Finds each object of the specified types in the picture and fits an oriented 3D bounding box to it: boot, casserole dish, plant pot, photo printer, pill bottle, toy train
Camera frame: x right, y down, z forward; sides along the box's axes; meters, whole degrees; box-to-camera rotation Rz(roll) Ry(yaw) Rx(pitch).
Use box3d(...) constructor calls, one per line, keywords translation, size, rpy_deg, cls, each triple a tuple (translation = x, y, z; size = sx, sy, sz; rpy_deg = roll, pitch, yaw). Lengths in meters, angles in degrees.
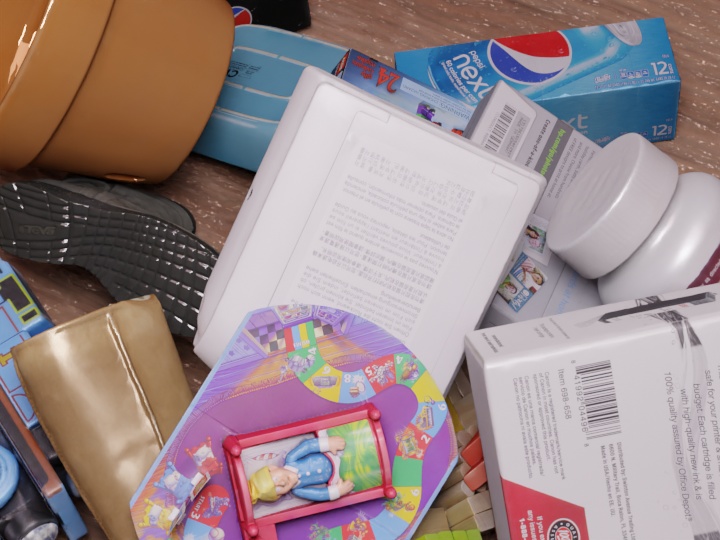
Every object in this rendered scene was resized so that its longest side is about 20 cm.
box3d(translation=(-0.098, 0.107, 1.215), size=(0.174, 0.066, 0.201), rpy_deg=(-21, 85, -28), cls="boot")
box3d(translation=(-0.065, -0.128, 1.417), size=(0.199, 0.039, 0.121), rpy_deg=(20, 53, 43), cls="casserole dish")
box3d(translation=(-0.176, -0.147, 1.346), size=(0.139, 0.200, 0.201), rpy_deg=(22, 52, -23), cls="plant pot")
box3d(translation=(0.000, 0.000, 1.204), size=(0.165, 0.069, 0.201), rpy_deg=(23, 98, -10), cls="photo printer")
box3d(translation=(-0.142, -0.024, 1.346), size=(0.199, 0.068, 0.130), rpy_deg=(24, 19, 17), cls="boot")
box3d(translation=(0.221, 0.008, 1.248), size=(0.200, 0.109, 0.110), rpy_deg=(37, 59, -15), cls="pill bottle")
box3d(translation=(-0.230, 0.088, 1.276), size=(0.114, 0.087, 0.200), rpy_deg=(-33, 59, -10), cls="toy train")

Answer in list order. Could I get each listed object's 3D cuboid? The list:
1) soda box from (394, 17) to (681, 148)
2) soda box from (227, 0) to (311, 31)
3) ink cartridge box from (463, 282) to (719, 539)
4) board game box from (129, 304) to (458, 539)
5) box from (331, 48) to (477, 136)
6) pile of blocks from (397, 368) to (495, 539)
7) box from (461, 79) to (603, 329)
box3d(translation=(0.126, -0.126, 1.425), size=(0.198, 0.068, 0.065), rpy_deg=(-8, 55, -1), cls="soda box")
box3d(translation=(-0.141, -0.194, 1.488), size=(0.199, 0.071, 0.064), rpy_deg=(-21, 54, -9), cls="soda box")
box3d(translation=(0.173, 0.094, 1.161), size=(0.198, 0.146, 0.084), rpy_deg=(-11, 12, -3), cls="ink cartridge box")
box3d(translation=(-0.033, 0.123, 1.154), size=(0.157, 0.039, 0.201), rpy_deg=(33, 89, -11), cls="board game box")
box3d(translation=(0.058, -0.047, 1.335), size=(0.199, 0.038, 0.137), rpy_deg=(24, 60, -14), cls="box")
box3d(translation=(0.053, 0.136, 1.231), size=(0.082, 0.062, 0.201), rpy_deg=(25, 50, -27), cls="pile of blocks")
box3d(translation=(0.138, -0.009, 1.309), size=(0.199, 0.041, 0.157), rpy_deg=(32, 59, -8), cls="box")
